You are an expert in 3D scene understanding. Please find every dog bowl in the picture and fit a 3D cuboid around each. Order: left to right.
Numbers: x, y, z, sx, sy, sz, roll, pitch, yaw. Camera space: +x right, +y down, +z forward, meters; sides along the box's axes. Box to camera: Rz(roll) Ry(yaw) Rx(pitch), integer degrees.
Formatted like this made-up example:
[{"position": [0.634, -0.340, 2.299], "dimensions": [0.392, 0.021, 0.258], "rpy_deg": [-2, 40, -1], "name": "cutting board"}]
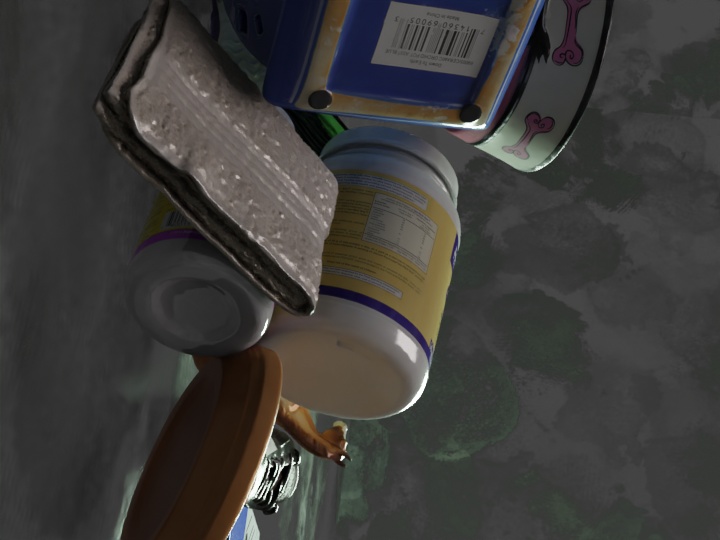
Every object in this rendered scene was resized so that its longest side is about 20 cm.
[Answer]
[{"position": [0.121, -0.184, 0.910], "dimensions": [0.200, 0.073, 0.202], "rpy_deg": [-169, -90, -75], "name": "dog bowl"}]

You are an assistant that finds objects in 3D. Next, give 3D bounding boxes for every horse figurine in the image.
[{"position": [-0.089, 0.074, 0.973], "dimensions": [0.200, 0.050, 0.133], "rpy_deg": [42, 27, -26], "name": "horse figurine"}]

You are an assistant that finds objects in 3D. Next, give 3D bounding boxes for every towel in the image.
[{"position": [-0.084, -0.077, 0.752], "dimensions": [0.200, 0.034, 0.133], "rpy_deg": [46, 36, -30], "name": "towel"}]

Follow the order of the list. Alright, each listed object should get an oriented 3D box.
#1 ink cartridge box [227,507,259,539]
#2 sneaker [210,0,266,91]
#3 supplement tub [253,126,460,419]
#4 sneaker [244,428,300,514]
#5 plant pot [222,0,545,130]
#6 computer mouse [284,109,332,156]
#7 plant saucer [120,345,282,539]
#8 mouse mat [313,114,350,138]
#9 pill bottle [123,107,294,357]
[{"position": [-0.136, 0.273, 1.143], "dimensions": [0.200, 0.044, 0.095], "rpy_deg": [87, 8, -59], "name": "ink cartridge box"}, {"position": [-0.091, -0.209, 0.960], "dimensions": [0.100, 0.069, 0.201], "rpy_deg": [-82, 177, -64], "name": "sneaker"}, {"position": [0.000, 0.000, 0.913], "dimensions": [0.146, 0.144, 0.201], "rpy_deg": [90, 14, -54], "name": "supplement tub"}, {"position": [-0.091, 0.159, 0.938], "dimensions": [0.071, 0.098, 0.200], "rpy_deg": [-61, -171, -4], "name": "sneaker"}, {"position": [0.024, -0.211, 0.789], "dimensions": [0.180, 0.199, 0.201], "rpy_deg": [-106, -152, -44], "name": "plant pot"}, {"position": [-0.069, -0.130, 1.111], "dimensions": [0.053, 0.138, 0.200], "rpy_deg": [-47, -155, 0], "name": "computer mouse"}, {"position": [-0.118, 0.140, 0.802], "dimensions": [0.201, 0.037, 0.201], "rpy_deg": [-55, -163, 26], "name": "plant saucer"}, {"position": [-0.012, -0.116, 1.037], "dimensions": [0.200, 0.008, 0.161], "rpy_deg": [46, -1, -31], "name": "mouse mat"}, {"position": [-0.099, -0.041, 0.841], "dimensions": [0.201, 0.104, 0.105], "rpy_deg": [-79, 173, -45], "name": "pill bottle"}]
